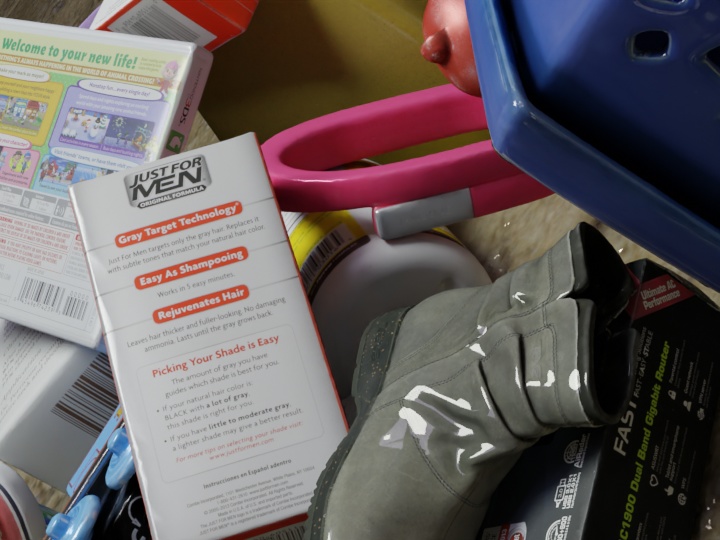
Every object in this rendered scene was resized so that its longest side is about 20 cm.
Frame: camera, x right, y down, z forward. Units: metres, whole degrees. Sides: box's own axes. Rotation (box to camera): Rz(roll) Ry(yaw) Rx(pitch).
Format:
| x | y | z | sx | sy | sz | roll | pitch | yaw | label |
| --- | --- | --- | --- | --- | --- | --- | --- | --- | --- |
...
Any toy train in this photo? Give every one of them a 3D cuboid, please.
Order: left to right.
| x | y | z | sx | sy | sz | roll | pitch | yaw | label |
| --- | --- | --- | --- | --- | --- | --- | --- | --- | --- |
| -0.105 | 0.105 | 0.805 | 0.200 | 0.087 | 0.114 | -58 | 15 | -6 | toy train |

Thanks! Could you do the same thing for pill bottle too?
| x | y | z | sx | sy | sz | roll | pitch | yaw | label |
| --- | --- | --- | --- | --- | --- | --- | --- | --- | --- |
| 0.000 | 0.000 | 0.868 | 0.109 | 0.109 | 0.200 | -52 | 26 | 8 | pill bottle |

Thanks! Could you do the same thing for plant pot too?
| x | y | z | sx | sy | sz | roll | pitch | yaw | label |
| --- | --- | --- | --- | --- | --- | --- | --- | --- | --- |
| -0.012 | -0.160 | 0.998 | 0.200 | 0.176 | 0.201 | -38 | 31 | 34 | plant pot |
| 0.156 | -0.117 | 0.639 | 0.180 | 0.199 | 0.200 | -49 | 26 | 29 | plant pot |

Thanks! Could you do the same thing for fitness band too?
| x | y | z | sx | sy | sz | roll | pitch | yaw | label |
| --- | --- | --- | --- | --- | --- | --- | --- | --- | --- |
| 0.038 | -0.068 | 0.824 | 0.199 | 0.038 | 0.144 | -14 | 24 | -12 | fitness band |

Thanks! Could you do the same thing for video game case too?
| x | y | z | sx | sy | sz | roll | pitch | yaw | label |
| --- | --- | --- | --- | --- | --- | --- | --- | --- | --- |
| -0.190 | -0.059 | 0.893 | 0.199 | 0.022 | 0.183 | 13 | 83 | 38 | video game case |

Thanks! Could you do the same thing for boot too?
| x | y | z | sx | sy | sz | roll | pitch | yaw | label |
| --- | --- | --- | --- | --- | --- | --- | --- | --- | --- |
| 0.050 | 0.072 | 0.607 | 0.130 | 0.068 | 0.201 | -27 | 39 | 37 | boot |

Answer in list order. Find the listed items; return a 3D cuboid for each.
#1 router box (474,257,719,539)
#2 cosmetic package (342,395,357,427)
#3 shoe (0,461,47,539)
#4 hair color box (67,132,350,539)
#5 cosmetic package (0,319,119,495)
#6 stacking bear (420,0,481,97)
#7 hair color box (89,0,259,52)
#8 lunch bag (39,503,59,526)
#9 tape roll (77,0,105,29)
| x | y | z | sx | sy | sz | roll | pitch | yaw | label |
| --- | --- | --- | --- | --- | --- | --- | --- | --- | --- |
| 0.076 | 0.105 | 0.665 | 0.150 | 0.062 | 0.201 | -23 | 41 | 51 | router box |
| -0.039 | 0.151 | 0.804 | 0.200 | 0.074 | 0.102 | -32 | 33 | 38 | cosmetic package |
| -0.242 | 0.217 | 0.888 | 0.091 | 0.071 | 0.201 | -39 | -40 | -60 | shoe |
| -0.069 | 0.041 | 0.714 | 0.101 | 0.061 | 0.201 | -16 | 64 | -4 | hair color box |
| -0.129 | 0.045 | 0.977 | 0.167 | 0.166 | 0.200 | -48 | 27 | 16 | cosmetic package |
| 0.121 | -0.172 | 0.812 | 0.200 | 0.121 | 0.114 | -35 | 74 | 16 | stacking bear |
| -0.087 | -0.226 | 0.930 | 0.111 | 0.064 | 0.201 | -19 | 45 | 54 | hair color box |
| -0.290 | 0.192 | 1.095 | 0.200 | 0.161 | 0.083 | 4 | 63 | 60 | lunch bag |
| -0.196 | -0.109 | 1.045 | 0.200 | 0.066 | 0.200 | -48 | 7 | 8 | tape roll |
